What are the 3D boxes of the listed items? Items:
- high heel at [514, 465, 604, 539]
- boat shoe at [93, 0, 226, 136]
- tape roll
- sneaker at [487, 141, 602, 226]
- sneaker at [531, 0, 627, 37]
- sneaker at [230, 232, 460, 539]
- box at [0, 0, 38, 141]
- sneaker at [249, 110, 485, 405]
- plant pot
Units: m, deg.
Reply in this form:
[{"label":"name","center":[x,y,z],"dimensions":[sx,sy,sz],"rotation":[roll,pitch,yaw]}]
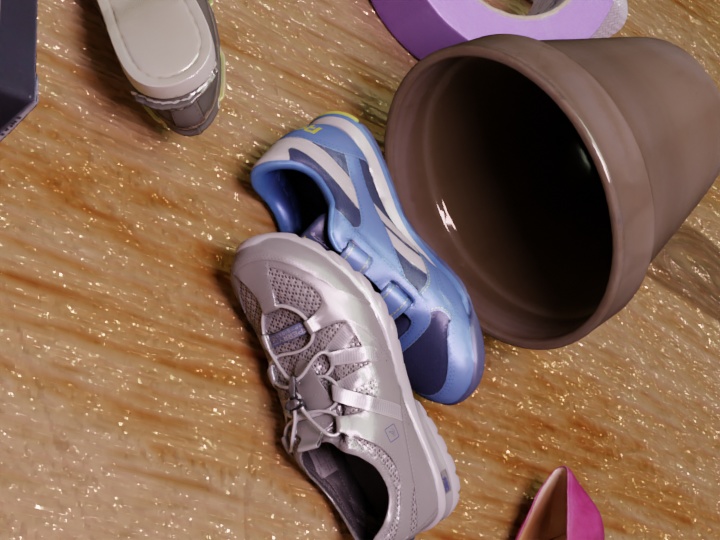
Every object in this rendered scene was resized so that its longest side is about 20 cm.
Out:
[{"label":"high heel","center":[0.097,0.180,0.878],"dimensions":[0.200,0.067,0.096],"rotation":[-9,83,-54]},{"label":"boat shoe","center":[-0.126,-0.168,0.872],"dimensions":[0.060,0.072,0.202],"rotation":[75,-3,-58]},{"label":"tape roll","center":[0.097,-0.246,1.101],"dimensions":[0.199,0.066,0.201],"rotation":[5,80,-27]},{"label":"sneaker","center":[0.145,-0.064,1.106],"dimensions":[0.200,0.112,0.071],"rotation":[-31,93,-21]},{"label":"sneaker","center":[0.157,-0.294,1.250],"dimensions":[0.200,0.075,0.115],"rotation":[41,41,-28]},{"label":"sneaker","center":[-0.014,0.070,0.828],"dimensions":[0.200,0.075,0.082],"rotation":[57,37,-3]},{"label":"box","center":[-0.257,-0.144,0.681],"dimensions":[0.200,0.104,0.149],"rotation":[21,52,-38]},{"label":"sneaker","center":[0.000,0.000,0.896],"dimensions":[0.082,0.074,0.200],"rotation":[-22,76,-49]},{"label":"plant pot","center":[0.145,-0.072,0.961],"dimensions":[0.173,0.200,0.201],"rotation":[-25,86,-35]}]
